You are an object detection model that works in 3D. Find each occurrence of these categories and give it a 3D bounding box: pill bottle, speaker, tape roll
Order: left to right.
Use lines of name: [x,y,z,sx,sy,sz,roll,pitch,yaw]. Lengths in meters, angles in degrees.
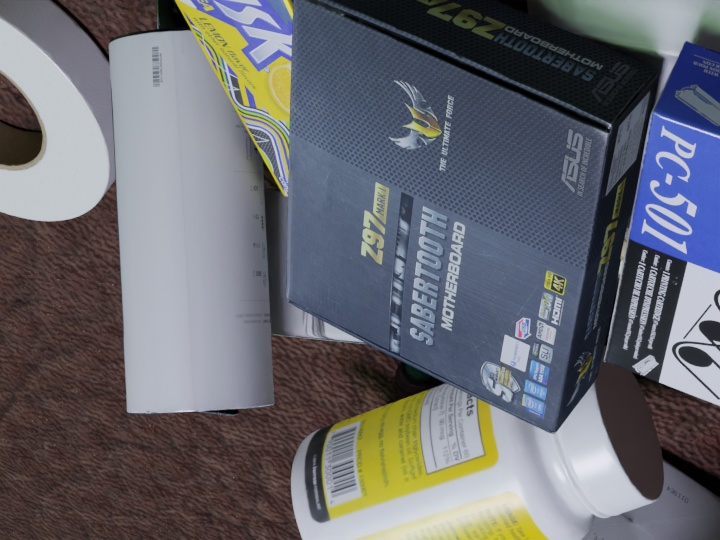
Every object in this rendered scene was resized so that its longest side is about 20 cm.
tape roll: [-0.241,-0.115,1.202,0.202,0.037,0.203,20,144,15]
speaker: [-0.089,-0.023,0.989,0.081,0.081,0.201,-4,89,39]
pill bottle: [0.070,0.121,1.110,0.199,0.114,0.114,-21,123,23]

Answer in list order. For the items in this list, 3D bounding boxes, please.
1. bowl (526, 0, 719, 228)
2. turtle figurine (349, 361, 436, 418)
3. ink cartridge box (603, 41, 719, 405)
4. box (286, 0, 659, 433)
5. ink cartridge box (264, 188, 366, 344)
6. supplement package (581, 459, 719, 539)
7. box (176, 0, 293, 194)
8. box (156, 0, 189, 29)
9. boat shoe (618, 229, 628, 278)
bowl: [0.163,-0.076,0.839,0.199,0.075,0.200,17,148,24]
turtle figurine: [0.036,0.124,1.239,0.149,0.101,0.200,19,130,-8]
ink cartridge box: [0.166,-0.009,0.819,0.094,0.044,0.200,20,150,14]
box: [0.043,-0.034,0.859,0.157,0.051,0.200,27,139,20]
ink cartridge box: [0.000,0.000,1.067,0.199,0.083,0.147,4,178,33]
supplement package: [0.150,0.212,1.240,0.114,0.110,0.200,34,146,11]
box: [-0.039,-0.131,0.922,0.070,0.064,0.200,1,134,35]
box: [-0.031,-0.145,1.005,0.160,0.044,0.200,22,144,12]
boat shoe: [0.136,-0.050,0.985,0.200,0.072,0.076,28,129,2]
